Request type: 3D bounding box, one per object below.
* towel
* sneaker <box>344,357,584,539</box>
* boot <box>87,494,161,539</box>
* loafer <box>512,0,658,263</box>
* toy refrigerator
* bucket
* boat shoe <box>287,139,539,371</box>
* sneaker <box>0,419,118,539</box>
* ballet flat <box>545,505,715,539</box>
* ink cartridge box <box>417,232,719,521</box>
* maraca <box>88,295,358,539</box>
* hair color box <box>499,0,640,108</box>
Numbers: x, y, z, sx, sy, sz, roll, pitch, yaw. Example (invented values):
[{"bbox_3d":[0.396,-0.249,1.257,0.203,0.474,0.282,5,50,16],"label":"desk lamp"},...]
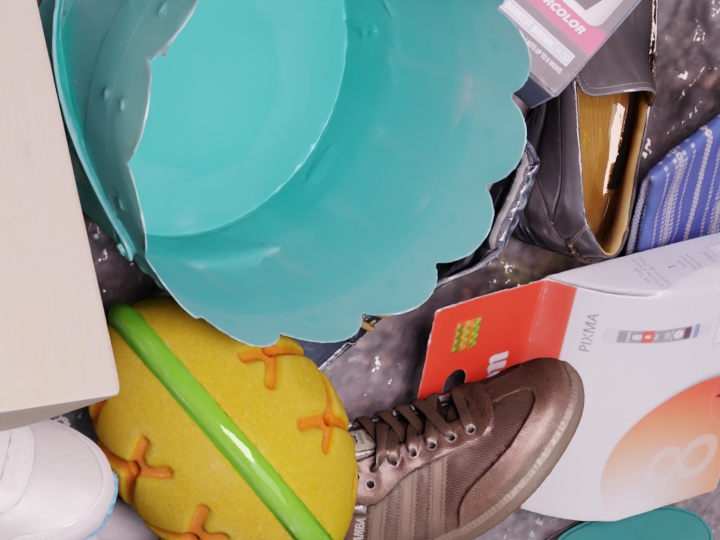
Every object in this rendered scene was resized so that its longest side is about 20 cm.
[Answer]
[{"bbox_3d":[0.223,-0.062,1.282,0.200,0.024,0.145,-35,154,-19],"label":"towel"},{"bbox_3d":[0.020,0.102,1.187,0.200,0.070,0.076,-40,123,10],"label":"sneaker"},{"bbox_3d":[-0.150,0.112,1.097,0.200,0.074,0.096,-9,120,-31],"label":"boot"},{"bbox_3d":[0.127,-0.101,1.208,0.073,0.072,0.200,-4,110,-32],"label":"loafer"},{"bbox_3d":[-0.166,-0.035,0.965,0.070,0.076,0.200,-7,82,-44],"label":"toy refrigerator"},{"bbox_3d":[-0.043,-0.079,1.058,0.207,0.135,0.207,-14,116,-31],"label":"bucket"},{"bbox_3d":[0.000,0.000,1.148,0.071,0.091,0.200,38,85,-38],"label":"boat shoe"},{"bbox_3d":[-0.196,0.074,1.001,0.200,0.081,0.077,15,61,-17],"label":"sneaker"},{"bbox_3d":[0.109,0.188,1.329,0.200,0.067,0.064,-20,146,-27],"label":"ballet flat"},{"bbox_3d":[0.121,0.070,1.257,0.200,0.050,0.162,-16,134,-31],"label":"ink cartridge box"},{"bbox_3d":[-0.049,0.092,1.089,0.107,0.137,0.200,-41,98,-3],"label":"maraca"},{"bbox_3d":[0.116,-0.186,1.144,0.099,0.061,0.200,42,83,-4],"label":"hair color box"}]
